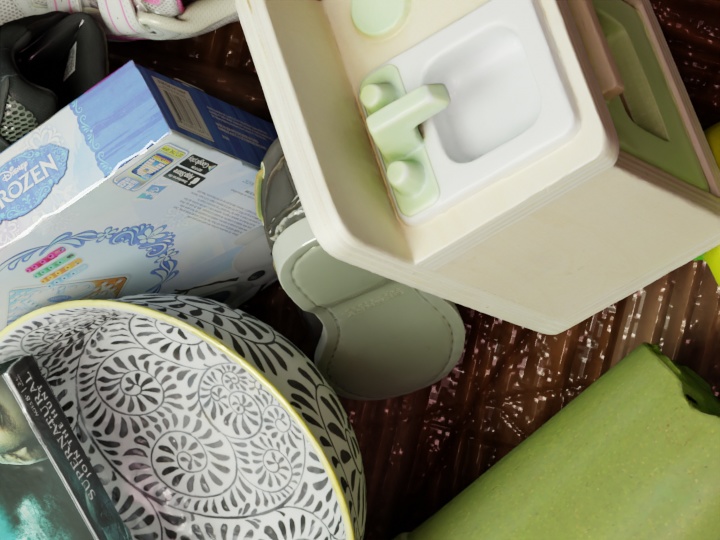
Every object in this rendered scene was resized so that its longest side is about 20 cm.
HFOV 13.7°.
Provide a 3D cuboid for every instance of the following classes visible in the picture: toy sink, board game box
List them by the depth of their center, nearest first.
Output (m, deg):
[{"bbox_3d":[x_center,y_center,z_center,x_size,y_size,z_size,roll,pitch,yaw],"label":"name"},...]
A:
[{"bbox_3d":[0.059,-0.069,1.252,0.112,0.200,0.131,-30,64,23],"label":"toy sink"},{"bbox_3d":[-0.155,0.146,1.315,0.135,0.028,0.201,-22,103,27],"label":"board game box"},{"bbox_3d":[-0.122,-0.003,1.328,0.199,0.200,0.043,-35,69,15],"label":"board game box"}]

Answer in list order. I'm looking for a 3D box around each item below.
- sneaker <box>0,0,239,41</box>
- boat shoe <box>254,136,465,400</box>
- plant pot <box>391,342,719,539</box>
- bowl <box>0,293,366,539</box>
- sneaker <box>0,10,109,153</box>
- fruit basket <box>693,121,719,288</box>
[{"bbox_3d":[-0.103,-0.142,1.336,0.199,0.088,0.082,-13,104,12],"label":"sneaker"},{"bbox_3d":[0.000,0.000,1.333,0.071,0.201,0.061,-19,65,2],"label":"boat shoe"},{"bbox_3d":[0.112,0.140,1.353,0.200,0.200,0.190,40,96,-5],"label":"plant pot"},{"bbox_3d":[-0.070,0.084,1.324,0.200,0.094,0.202,14,121,24],"label":"bowl"},{"bbox_3d":[-0.157,-0.051,1.335,0.114,0.200,0.076,-20,69,-7],"label":"sneaker"},{"bbox_3d":[0.233,0.000,1.312,0.215,0.156,0.217,-4,114,-8],"label":"fruit basket"}]
